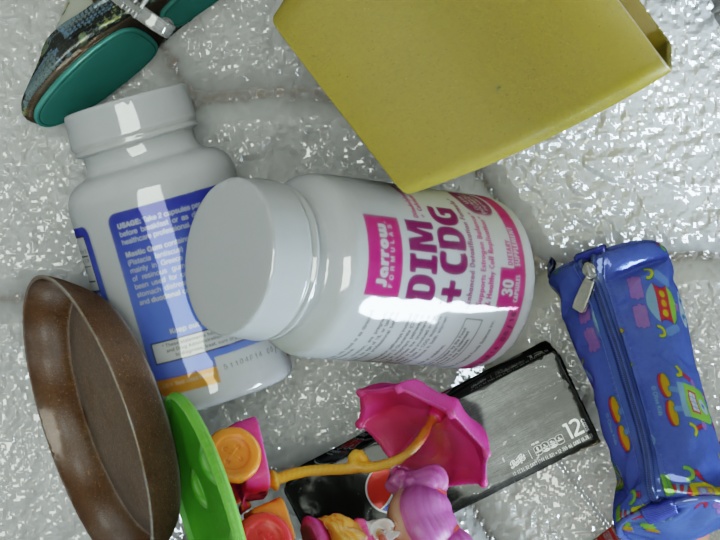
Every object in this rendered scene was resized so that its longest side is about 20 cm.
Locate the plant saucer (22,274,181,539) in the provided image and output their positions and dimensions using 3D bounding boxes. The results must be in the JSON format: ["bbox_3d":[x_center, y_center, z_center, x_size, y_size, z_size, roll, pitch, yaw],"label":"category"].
[{"bbox_3d":[-0.161,0.095,1.236,0.034,0.200,0.200,-18,95,-25],"label":"plant saucer"}]

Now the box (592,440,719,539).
[{"bbox_3d":[0.243,0.144,1.286,0.200,0.075,0.050,-39,91,4],"label":"box"}]

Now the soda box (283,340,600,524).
[{"bbox_3d":[0.052,0.122,1.289,0.200,0.063,0.071,-27,93,2],"label":"soda box"}]

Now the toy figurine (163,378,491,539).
[{"bbox_3d":[-0.002,0.145,1.185,0.184,0.150,0.200,-15,70,-17],"label":"toy figurine"}]

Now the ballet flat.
[{"bbox_3d":[-0.148,-0.174,1.274,0.200,0.074,0.074,-36,93,1],"label":"ballet flat"}]

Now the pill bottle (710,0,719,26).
[{"bbox_3d":[0.215,-0.250,1.235,0.112,0.112,0.200,-35,94,3],"label":"pill bottle"}]

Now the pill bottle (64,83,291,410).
[{"bbox_3d":[-0.122,-0.014,1.256,0.112,0.112,0.200,-15,94,1],"label":"pill bottle"}]

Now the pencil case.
[{"bbox_3d":[0.177,0.073,1.240,0.078,0.087,0.200,-24,64,26],"label":"pencil case"}]

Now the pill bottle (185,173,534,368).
[{"bbox_3d":[0.000,0.000,1.209,0.200,0.113,0.113,5,96,-38],"label":"pill bottle"}]

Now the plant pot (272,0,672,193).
[{"bbox_3d":[0.062,-0.160,1.211,0.176,0.200,0.200,-36,94,14],"label":"plant pot"}]

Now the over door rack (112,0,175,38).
[{"bbox_3d":[-0.156,-0.258,1.211,0.200,0.067,0.148,35,97,6],"label":"over door rack"}]
